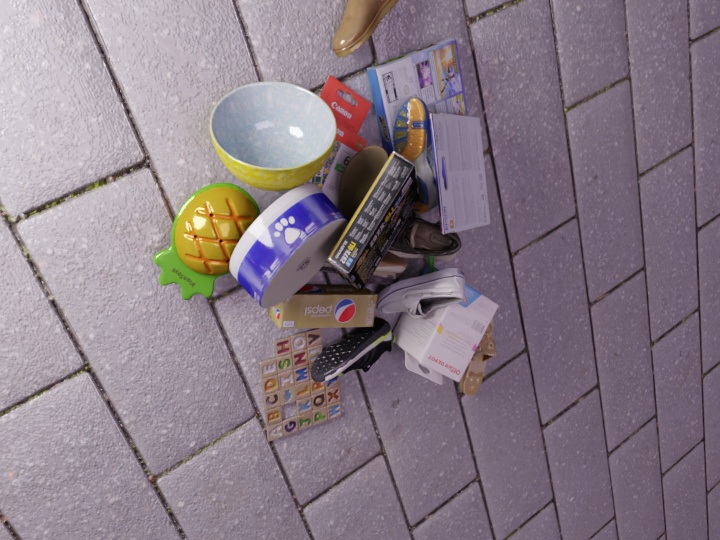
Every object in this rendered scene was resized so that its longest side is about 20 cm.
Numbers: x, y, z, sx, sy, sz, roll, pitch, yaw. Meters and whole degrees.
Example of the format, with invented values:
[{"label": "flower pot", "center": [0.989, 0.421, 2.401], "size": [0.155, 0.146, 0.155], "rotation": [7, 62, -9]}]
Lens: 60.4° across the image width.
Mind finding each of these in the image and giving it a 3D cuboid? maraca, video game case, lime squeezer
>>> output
[{"label": "maraca", "center": [-0.243, -0.046, 0.992], "size": [0.136, 0.107, 0.202], "rotation": [37, 94, -26]}, {"label": "video game case", "center": [0.115, -0.302, 1.158], "size": [0.177, 0.045, 0.206], "rotation": [-25, 116, -20]}, {"label": "lime squeezer", "center": [0.160, -0.060, 1.192], "size": [0.069, 0.038, 0.205], "rotation": [20, 96, -27]}]

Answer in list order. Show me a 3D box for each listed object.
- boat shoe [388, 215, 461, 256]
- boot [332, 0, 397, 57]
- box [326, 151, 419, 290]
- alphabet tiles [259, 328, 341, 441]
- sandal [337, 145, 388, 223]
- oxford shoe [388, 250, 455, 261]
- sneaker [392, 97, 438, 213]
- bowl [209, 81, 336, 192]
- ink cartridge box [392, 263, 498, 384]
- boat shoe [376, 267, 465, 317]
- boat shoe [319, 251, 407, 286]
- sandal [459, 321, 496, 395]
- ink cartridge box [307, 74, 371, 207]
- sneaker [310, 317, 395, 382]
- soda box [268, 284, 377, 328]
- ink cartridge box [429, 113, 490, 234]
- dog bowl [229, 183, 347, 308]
[{"label": "boat shoe", "center": [0.092, -0.068, 1.132], "size": [0.192, 0.065, 0.076], "rotation": [6, 92, -2]}, {"label": "boot", "center": [-0.036, -0.483, 1.006], "size": [0.201, 0.065, 0.177], "rotation": [49, 67, -33]}, {"label": "box", "center": [0.027, -0.075, 1.031], "size": [0.203, 0.049, 0.160], "rotation": [-58, 165, -5]}, {"label": "alphabet tiles", "center": [-0.114, 0.218, 1.206], "size": [0.162, 0.008, 0.207], "rotation": [-13, 112, -27]}, {"label": "sandal", "center": [-0.004, -0.134, 1.092], "size": [0.075, 0.070, 0.217], "rotation": [15, 121, -5]}, {"label": "oxford shoe", "center": [0.102, -0.063, 1.218], "size": [0.194, 0.058, 0.078], "rotation": [13, 103, -27]}, {"label": "sneaker", "center": [0.114, -0.213, 1.128], "size": [0.087, 0.074, 0.207], "rotation": [-25, 119, -39]}, {"label": "bowl", "center": [-0.137, -0.192, 0.984], "size": [0.195, 0.202, 0.109], "rotation": [-21, 148, -22]}, {"label": "ink cartridge box", "center": [0.163, 0.117, 1.267], "size": [0.127, 0.125, 0.204], "rotation": [28, 91, -33]}, {"label": "boat shoe", "center": [0.111, 0.055, 1.185], "size": [0.073, 0.196, 0.067], "rotation": [29, 49, -43]}, {"label": "boat shoe", "center": [0.000, 0.000, 1.168], "size": [0.195, 0.072, 0.067], "rotation": [1, 117, -33]}, {"label": "sandal", "center": [0.276, 0.185, 1.380], "size": [0.075, 0.069, 0.219], "rotation": [2, 104, -30]}, {"label": "ink cartridge box", "center": [-0.049, -0.221, 1.082], "size": [0.107, 0.050, 0.205], "rotation": [23, 94, -34]}, {"label": "sneaker", "center": [-0.006, 0.175, 1.214], "size": [0.197, 0.071, 0.085], "rotation": [-32, 121, -23]}, {"label": "soda box", "center": [-0.068, 0.065, 1.150], "size": [0.194, 0.067, 0.066], "rotation": [2, 104, -31]}, {"label": "ink cartridge box", "center": [0.168, -0.173, 1.105], "size": [0.197, 0.042, 0.204], "rotation": [-13, 98, -53]}, {"label": "dog bowl", "center": [-0.113, -0.037, 1.000], "size": [0.199, 0.201, 0.079], "rotation": [-43, 79, -12]}]
